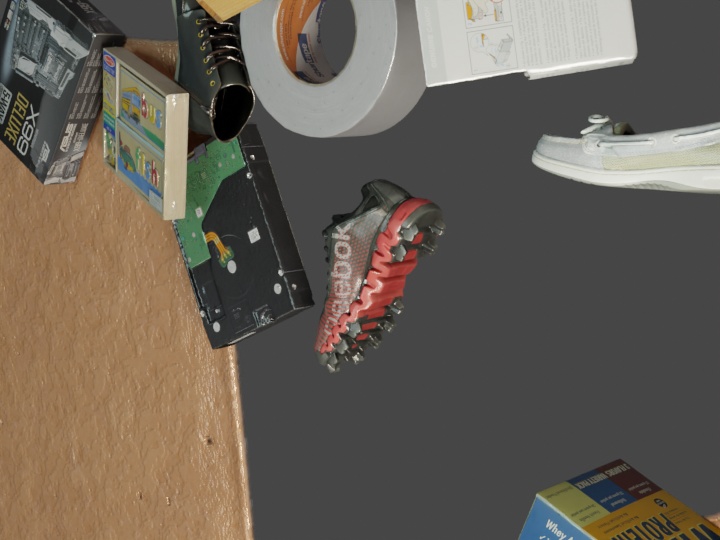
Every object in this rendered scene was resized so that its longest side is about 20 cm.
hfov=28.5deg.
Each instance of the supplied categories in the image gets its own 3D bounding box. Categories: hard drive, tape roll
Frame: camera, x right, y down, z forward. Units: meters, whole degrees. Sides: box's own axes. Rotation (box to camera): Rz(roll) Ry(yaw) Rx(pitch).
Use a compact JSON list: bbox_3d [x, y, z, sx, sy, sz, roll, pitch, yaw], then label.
[{"bbox_3d":[-0.131,-0.035,1.470,0.139,0.038,0.202,-27,79,40],"label":"hard drive"},{"bbox_3d":[-0.022,-0.227,1.330,0.199,0.066,0.203,7,100,40],"label":"tape roll"}]

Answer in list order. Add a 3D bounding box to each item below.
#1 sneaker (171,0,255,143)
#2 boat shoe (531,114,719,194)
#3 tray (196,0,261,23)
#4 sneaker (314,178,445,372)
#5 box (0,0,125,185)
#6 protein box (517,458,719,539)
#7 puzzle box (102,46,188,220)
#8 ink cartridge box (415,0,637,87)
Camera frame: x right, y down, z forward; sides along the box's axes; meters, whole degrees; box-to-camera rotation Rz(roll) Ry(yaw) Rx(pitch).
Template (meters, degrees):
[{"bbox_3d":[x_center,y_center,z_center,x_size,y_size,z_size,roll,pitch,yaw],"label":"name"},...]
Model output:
[{"bbox_3d":[-0.137,-0.231,1.404,0.106,0.074,0.203,31,122,57],"label":"sneaker"},{"bbox_3d":[0.232,-0.097,1.125,0.200,0.074,0.066,7,95,36],"label":"boat shoe"},{"bbox_3d":[-0.078,-0.325,1.300,0.098,0.037,0.202,-18,43,41],"label":"tray"},{"bbox_3d":[0.000,0.000,1.339,0.098,0.070,0.202,42,119,28],"label":"sneaker"},{"bbox_3d":[-0.362,-0.226,1.637,0.158,0.049,0.201,43,121,28],"label":"box"},{"bbox_3d":[0.217,0.302,1.150,0.198,0.134,0.202,35,118,32],"label":"protein box"},{"bbox_3d":[-0.230,-0.149,1.495,0.200,0.025,0.135,37,127,54],"label":"puzzle box"},{"bbox_3d":[0.126,-0.257,1.151,0.171,0.044,0.203,-8,92,7],"label":"ink cartridge box"}]
